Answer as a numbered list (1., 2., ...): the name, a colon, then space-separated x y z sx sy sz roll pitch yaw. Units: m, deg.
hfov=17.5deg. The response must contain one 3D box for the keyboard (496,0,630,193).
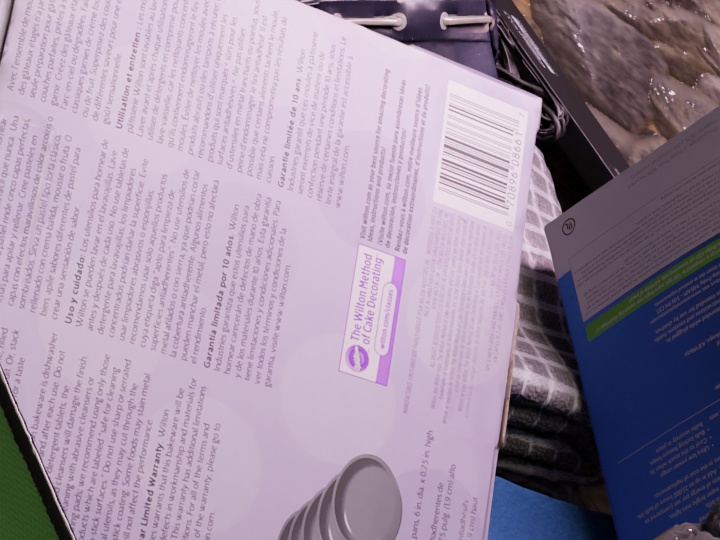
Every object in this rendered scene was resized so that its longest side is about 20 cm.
1. keyboard: 0.064 -0.099 1.104 0.200 0.040 0.104 56 14 18

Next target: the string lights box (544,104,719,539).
1. string lights box: 0.137 0.050 0.824 0.059 0.103 0.200 19 48 -39

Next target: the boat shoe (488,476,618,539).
1. boat shoe: 0.080 0.129 0.854 0.200 0.069 0.084 30 30 -21

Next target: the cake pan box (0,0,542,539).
1. cake pan box: -0.042 0.006 0.687 0.184 0.052 0.201 19 68 -28

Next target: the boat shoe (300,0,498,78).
1. boat shoe: -0.024 -0.089 0.967 0.200 0.075 0.093 -14 94 -27

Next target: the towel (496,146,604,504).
1. towel: 0.000 0.000 0.887 0.200 0.086 0.166 18 42 -31

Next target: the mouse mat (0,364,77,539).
1. mouse mat: -0.129 0.107 0.576 0.200 0.161 0.008 65 19 12

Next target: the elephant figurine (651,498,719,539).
1. elephant figurine: 0.110 0.191 0.715 0.141 0.155 0.200 -25 76 -41
